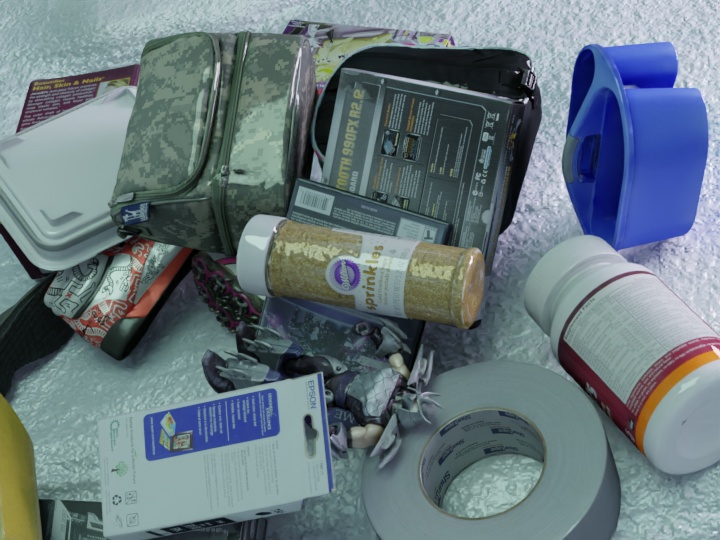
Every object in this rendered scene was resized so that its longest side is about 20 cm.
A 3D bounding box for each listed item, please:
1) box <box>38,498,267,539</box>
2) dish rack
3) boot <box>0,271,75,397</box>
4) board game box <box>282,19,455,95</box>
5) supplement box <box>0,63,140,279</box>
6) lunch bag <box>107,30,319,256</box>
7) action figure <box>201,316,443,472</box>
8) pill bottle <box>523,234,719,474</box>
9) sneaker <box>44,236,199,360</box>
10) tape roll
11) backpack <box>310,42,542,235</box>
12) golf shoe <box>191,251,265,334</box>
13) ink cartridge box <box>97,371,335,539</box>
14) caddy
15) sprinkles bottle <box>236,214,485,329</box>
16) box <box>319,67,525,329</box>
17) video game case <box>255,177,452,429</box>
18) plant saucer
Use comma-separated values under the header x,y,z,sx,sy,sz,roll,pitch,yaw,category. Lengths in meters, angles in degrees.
x,y,z,sx,sy,sz,roll,pitch,yaw,category
-0.181,0.268,1.312,0.200,0.050,0.158,0,70,22,box
-0.256,-0.100,1.563,0.200,0.044,0.172,-28,55,-22,dish rack
-0.368,0.057,1.599,0.132,0.070,0.200,19,54,41,boot
-0.012,-0.208,1.714,0.200,0.032,0.120,9,59,28,board game box
-0.282,-0.102,1.676,0.131,0.103,0.200,-7,49,17,supplement box
-0.133,-0.115,1.486,0.167,0.139,0.200,4,66,7,lunch bag
-0.024,0.094,1.334,0.200,0.069,0.130,11,45,25,action figure
0.223,0.063,1.320,0.109,0.110,0.200,-33,46,-8,pill bottle
-0.216,-0.022,1.563,0.108,0.067,0.201,34,73,4,sneaker
0.104,0.171,1.304,0.200,0.066,0.200,-12,48,13,tape roll
0.059,-0.121,1.514,0.200,0.151,0.178,10,60,13,backpack
-0.070,0.028,1.504,0.200,0.073,0.092,30,51,30,golf shoe
-0.109,0.148,1.278,0.200,0.039,0.100,-12,69,19,ink cartridge box
0.225,-0.106,1.417,0.105,0.200,0.141,-10,46,-9,caddy
0.000,0.000,1.348,0.200,0.068,0.068,9,54,18,sprinkles bottle
0.044,-0.063,1.409,0.158,0.048,0.200,13,97,19,box
-0.014,0.036,1.399,0.143,0.019,0.200,18,99,18,video game case
-0.314,0.233,1.358,0.200,0.048,0.200,-63,27,25,plant saucer
